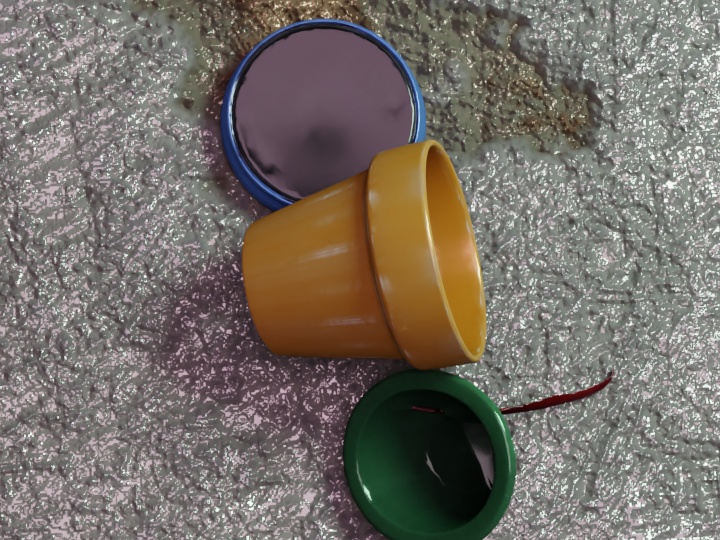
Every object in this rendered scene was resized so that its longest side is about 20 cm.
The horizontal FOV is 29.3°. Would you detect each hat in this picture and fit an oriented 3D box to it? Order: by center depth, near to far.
[{"bbox_3d":[0.111,0.170,1.299,0.199,0.176,0.166,5,94,30],"label":"hat"}]

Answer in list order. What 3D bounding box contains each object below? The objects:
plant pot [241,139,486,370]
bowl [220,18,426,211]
[{"bbox_3d":[0.000,0.000,1.237,0.183,0.200,0.201,-12,82,15],"label":"plant pot"},{"bbox_3d":[-0.035,-0.146,1.325,0.200,0.039,0.201,0,82,-3],"label":"bowl"}]
